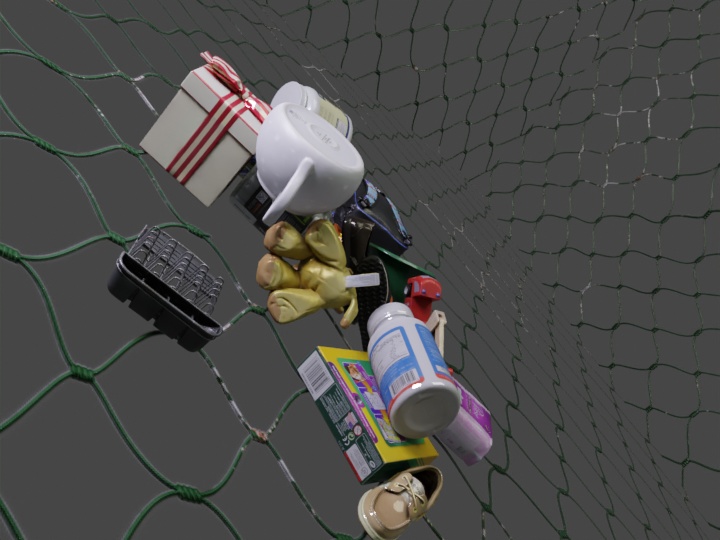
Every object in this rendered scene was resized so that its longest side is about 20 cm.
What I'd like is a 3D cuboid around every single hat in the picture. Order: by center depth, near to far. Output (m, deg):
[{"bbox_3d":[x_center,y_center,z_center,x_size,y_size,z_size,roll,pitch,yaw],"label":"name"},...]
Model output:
[{"bbox_3d":[0.050,0.060,1.389,0.196,0.180,0.165,26,2,20],"label":"hat"}]

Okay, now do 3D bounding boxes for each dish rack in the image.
[{"bbox_3d":[-0.244,0.010,0.920,0.153,0.054,0.201,42,19,-19],"label":"dish rack"}]

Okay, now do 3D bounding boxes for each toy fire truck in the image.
[{"bbox_3d":[0.114,0.106,1.201,0.047,0.207,0.140,14,-11,-20],"label":"toy fire truck"}]

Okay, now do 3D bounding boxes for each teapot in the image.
[{"bbox_3d":[-0.097,-0.156,1.119,0.197,0.147,0.199,11,36,-51],"label":"teapot"}]

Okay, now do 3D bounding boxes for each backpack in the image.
[{"bbox_3d":[0.013,-0.113,1.606,0.181,0.134,0.202,37,21,-25],"label":"backpack"}]

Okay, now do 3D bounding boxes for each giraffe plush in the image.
[{"bbox_3d":[-0.072,0.009,1.170,0.194,0.178,0.162,13,-2,-5],"label":"giraffe plush"}]

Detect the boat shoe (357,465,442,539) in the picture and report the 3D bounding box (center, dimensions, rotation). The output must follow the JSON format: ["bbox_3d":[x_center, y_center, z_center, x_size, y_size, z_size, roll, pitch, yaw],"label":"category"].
[{"bbox_3d":[0.059,0.311,0.962,0.075,0.066,0.199,50,19,14],"label":"boat shoe"}]

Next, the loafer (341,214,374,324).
[{"bbox_3d":[0.000,0.000,1.302,0.073,0.069,0.207,-52,142,-81],"label":"loafer"}]

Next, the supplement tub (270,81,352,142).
[{"bbox_3d":[-0.129,-0.385,1.822,0.198,0.145,0.147,27,26,-45],"label":"supplement tub"}]

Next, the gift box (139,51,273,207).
[{"bbox_3d":[-0.255,-0.260,1.230,0.184,0.187,0.201,40,20,-17],"label":"gift box"}]

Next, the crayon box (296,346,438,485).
[{"bbox_3d":[0.012,0.216,1.063,0.171,0.058,0.202,19,33,-57],"label":"crayon box"}]

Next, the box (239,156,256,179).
[{"bbox_3d":[-0.177,-0.194,1.422,0.198,0.063,0.072,36,62,-32],"label":"box"}]

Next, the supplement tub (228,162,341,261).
[{"bbox_3d":[-0.135,-0.107,1.287,0.200,0.122,0.123,44,19,-10],"label":"supplement tub"}]

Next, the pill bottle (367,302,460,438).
[{"bbox_3d":[0.073,0.145,1.074,0.111,0.112,0.202,33,22,-33],"label":"pill bottle"}]

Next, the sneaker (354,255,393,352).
[{"bbox_3d":[0.032,0.075,1.280,0.090,0.068,0.207,-11,95,-75],"label":"sneaker"}]

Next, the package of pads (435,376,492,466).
[{"bbox_3d":[0.156,0.250,1.286,0.200,0.076,0.121,44,21,-10],"label":"package of pads"}]
